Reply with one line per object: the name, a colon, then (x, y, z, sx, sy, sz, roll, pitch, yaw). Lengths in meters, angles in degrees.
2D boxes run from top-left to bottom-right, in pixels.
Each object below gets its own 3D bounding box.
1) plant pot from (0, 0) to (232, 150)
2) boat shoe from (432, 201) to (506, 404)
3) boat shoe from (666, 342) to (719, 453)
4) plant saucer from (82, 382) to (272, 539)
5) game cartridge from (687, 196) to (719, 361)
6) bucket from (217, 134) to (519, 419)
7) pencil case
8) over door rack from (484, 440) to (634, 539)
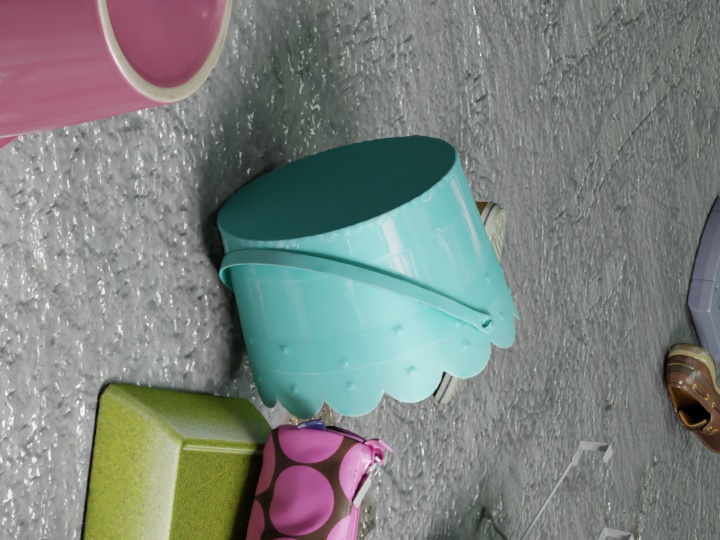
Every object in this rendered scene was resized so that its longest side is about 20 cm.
plant pot: (-0.173, -0.152, 0.954, 0.200, 0.179, 0.200, -17, 109, -61)
boat shoe: (0.081, 0.026, 1.634, 0.075, 0.062, 0.200, -50, 152, -57)
boat shoe: (0.429, 0.176, 2.354, 0.068, 0.072, 0.200, -62, 140, -30)
plant saucer: (-0.115, 0.184, 1.270, 0.200, 0.048, 0.200, 16, 80, -63)
game cartridge: (0.478, 0.003, 2.462, 0.133, 0.040, 0.200, 68, 36, -48)
bucket: (0.000, 0.000, 1.313, 0.207, 0.207, 0.135, -47, 126, -52)
pencil case: (-0.038, 0.205, 1.270, 0.091, 0.094, 0.200, 32, 66, -60)
over door rack: (0.181, 0.278, 1.845, 0.200, 0.067, 0.148, -42, 134, -27)
